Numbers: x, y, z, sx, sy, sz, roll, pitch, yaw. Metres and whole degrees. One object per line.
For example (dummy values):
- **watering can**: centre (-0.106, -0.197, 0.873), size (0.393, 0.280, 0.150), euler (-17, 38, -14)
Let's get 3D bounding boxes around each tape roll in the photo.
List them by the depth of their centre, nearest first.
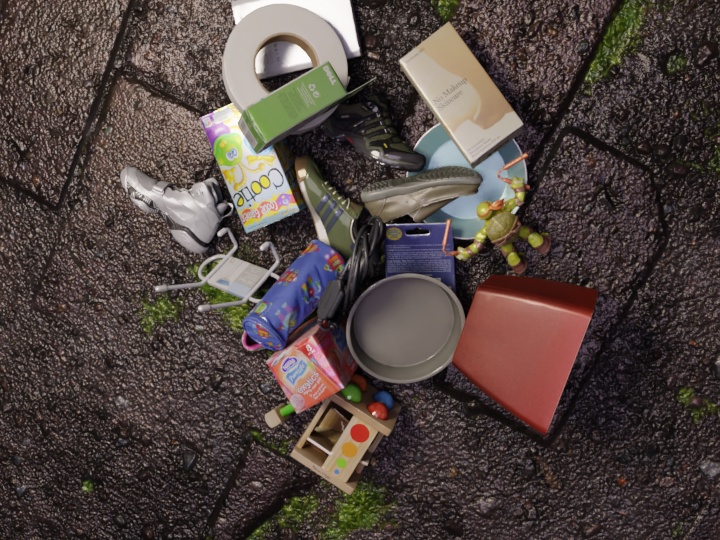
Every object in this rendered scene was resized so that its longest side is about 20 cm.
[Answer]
- **tape roll**: centre (-0.118, -0.318, 1.236), size (0.200, 0.037, 0.206), euler (1, 88, -16)

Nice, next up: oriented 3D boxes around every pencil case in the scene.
- **pencil case**: centre (-0.102, 0.041, 1.259), size (0.078, 0.200, 0.087), euler (9, 139, 42)

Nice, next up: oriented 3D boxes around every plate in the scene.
- **plate**: centre (0.174, -0.152, 1.288), size (0.198, 0.026, 0.203), euler (2, 100, 11)

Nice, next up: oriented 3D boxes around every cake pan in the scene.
- **cake pan**: centre (0.074, 0.091, 1.291), size (0.198, 0.037, 0.203), euler (-2, 114, -4)

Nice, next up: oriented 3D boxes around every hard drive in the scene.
- **hard drive**: centre (-0.106, -0.401, 1.295), size (0.198, 0.025, 0.134), euler (-10, 99, 13)

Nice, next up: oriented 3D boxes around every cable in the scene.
- **cable**: centre (0.000, 0.000, 1.244), size (0.051, 0.163, 0.201), euler (31, 118, 11)

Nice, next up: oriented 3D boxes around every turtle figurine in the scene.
- **turtle figurine**: centre (0.236, -0.072, 1.236), size (0.161, 0.064, 0.201), euler (35, 97, -33)

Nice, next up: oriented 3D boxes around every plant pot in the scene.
- **plant pot**: centre (0.256, 0.108, 1.244), size (0.175, 0.200, 0.202), euler (21, 104, 16)

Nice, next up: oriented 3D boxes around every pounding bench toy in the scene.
- **pounding bench toy**: centre (-0.050, 0.249, 1.355), size (0.199, 0.124, 0.157), euler (32, 105, 4)

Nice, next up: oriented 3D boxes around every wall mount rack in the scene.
- **wall mount rack**: centre (-0.234, 0.011, 1.311), size (0.199, 0.174, 0.075), euler (18, 146, 38)

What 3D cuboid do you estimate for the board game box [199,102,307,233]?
- **board game box**: centre (-0.171, -0.180, 1.309), size (0.102, 0.105, 0.202), euler (-20, 97, 13)

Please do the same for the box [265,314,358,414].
- **box**: centre (-0.068, 0.141, 1.299), size (0.094, 0.200, 0.103), euler (-30, 94, 15)

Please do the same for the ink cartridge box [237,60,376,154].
- **ink cartridge box**: centre (-0.083, -0.255, 1.171), size (0.199, 0.104, 0.060), euler (-34, 98, -13)

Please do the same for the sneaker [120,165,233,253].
- **sneaker**: centre (-0.316, -0.134, 1.364), size (0.200, 0.075, 0.115), euler (43, 104, -4)

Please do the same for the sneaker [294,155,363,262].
- **sneaker**: centre (-0.038, -0.105, 1.317), size (0.089, 0.067, 0.202), euler (-14, 104, 15)

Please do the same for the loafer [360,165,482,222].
- **loafer**: centre (0.102, -0.119, 1.266), size (0.198, 0.075, 0.070), euler (-8, 112, 16)

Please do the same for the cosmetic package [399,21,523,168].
- **cosmetic package**: centre (0.158, -0.273, 1.225), size (0.105, 0.071, 0.201), euler (-37, 84, 8)

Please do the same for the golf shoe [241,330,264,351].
- **golf shoe**: centre (-0.132, 0.069, 1.356), size (0.075, 0.092, 0.200), euler (42, 104, 2)

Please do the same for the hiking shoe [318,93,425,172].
- **hiking shoe**: centre (0.027, -0.233, 1.269), size (0.199, 0.076, 0.101), euler (29, 101, 13)

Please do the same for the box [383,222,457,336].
- **box**: centre (0.102, 0.014, 1.318), size (0.120, 0.032, 0.202), euler (0, 110, 11)
